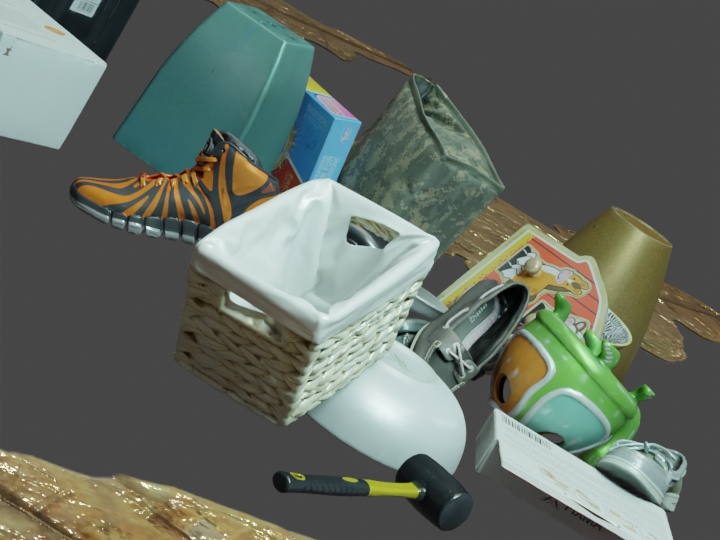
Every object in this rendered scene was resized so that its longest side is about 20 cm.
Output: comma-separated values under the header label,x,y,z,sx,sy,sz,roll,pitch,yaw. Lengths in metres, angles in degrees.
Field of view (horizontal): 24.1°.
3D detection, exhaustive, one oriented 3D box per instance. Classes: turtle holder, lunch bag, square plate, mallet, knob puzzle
label,x,y,z,sx,sy,sz,roll,pitch,yaw
turtle holder,0.210,0.126,1.728,0.141,0.132,0.186,48,2,29
lunch bag,0.055,-0.115,1.952,0.118,0.164,0.200,26,27,-35
square plate,0.000,0.000,1.877,0.198,0.028,0.200,28,4,-16
mallet,0.014,0.178,1.333,0.066,0.041,0.200,37,18,33
knob puzzle,0.186,0.041,1.876,0.220,0.220,0.030,45,-16,42

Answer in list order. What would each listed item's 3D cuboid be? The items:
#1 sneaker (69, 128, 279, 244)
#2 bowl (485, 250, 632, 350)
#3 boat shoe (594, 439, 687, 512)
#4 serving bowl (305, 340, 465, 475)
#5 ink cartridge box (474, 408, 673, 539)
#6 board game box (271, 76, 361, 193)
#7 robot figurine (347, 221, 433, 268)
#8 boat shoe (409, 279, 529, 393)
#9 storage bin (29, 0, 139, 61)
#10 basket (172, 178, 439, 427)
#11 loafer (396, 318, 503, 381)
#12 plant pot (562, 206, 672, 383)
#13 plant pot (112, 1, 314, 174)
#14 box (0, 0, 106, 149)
label,x,y,z,sx,sy,sz,roll,pitch,yaw
sneaker,-0.173,-0.088,1.616,0.200,0.112,0.078,12,17,-12
bowl,0.214,0.069,2.011,0.201,0.094,0.201,27,18,-9
boat shoe,0.292,0.201,1.716,0.074,0.065,0.202,24,-4,27
serving bowl,0.017,0.104,1.529,0.200,0.066,0.200,29,14,-8
ink cartridge box,0.201,0.219,1.572,0.200,0.045,0.176,31,12,-4
board game box,-0.091,-0.158,2.012,0.040,0.153,0.200,6,27,-39
robot figurine,-0.020,0.001,1.666,0.150,0.125,0.200,33,10,8
boat shoe,0.107,0.066,1.685,0.067,0.057,0.200,61,41,-17
storage bin,-0.342,-0.344,2.005,0.135,0.200,0.094,16,20,-50
basket,-0.047,0.025,1.411,0.136,0.123,0.200,30,33,19
loafer,0.084,0.095,1.747,0.200,0.072,0.063,14,63,-49
plant pot,0.307,0.026,2.159,0.186,0.200,0.186,31,14,-9
plant pot,-0.149,-0.195,1.915,0.141,0.200,0.141,36,13,14
box,-0.386,-0.226,1.697,0.200,0.106,0.152,40,15,30
